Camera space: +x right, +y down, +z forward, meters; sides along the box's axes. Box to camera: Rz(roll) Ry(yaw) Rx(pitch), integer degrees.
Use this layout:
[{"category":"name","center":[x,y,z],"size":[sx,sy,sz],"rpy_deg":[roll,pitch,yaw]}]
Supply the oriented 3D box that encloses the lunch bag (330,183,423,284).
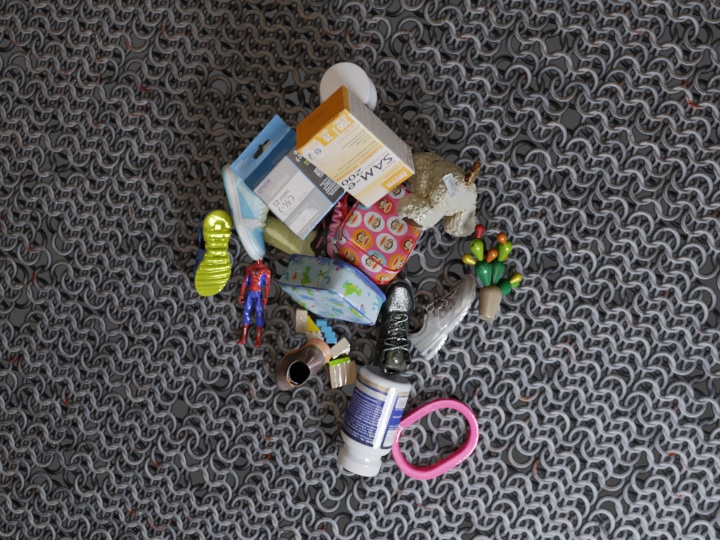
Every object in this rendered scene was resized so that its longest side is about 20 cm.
[{"category":"lunch bag","center":[0.035,-0.092,1.255],"size":[0.175,0.082,0.201],"rpy_deg":[37,58,-2]}]

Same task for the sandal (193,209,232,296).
[{"category":"sandal","center":[-0.319,-0.043,1.342],"size":[0.078,0.087,0.205],"rpy_deg":[5,111,-30]}]

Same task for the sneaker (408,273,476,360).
[{"category":"sneaker","center":[0.169,0.086,1.297],"size":[0.081,0.075,0.202],"rpy_deg":[35,95,1]}]

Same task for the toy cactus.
[{"category":"toy cactus","center":[0.255,0.013,1.238],"size":[0.100,0.200,0.169],"rpy_deg":[5,68,29]}]

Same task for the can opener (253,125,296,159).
[{"category":"can opener","center":[-0.208,-0.228,1.324],"size":[0.200,0.067,0.053],"rpy_deg":[-45,87,5]}]

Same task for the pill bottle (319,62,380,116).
[{"category":"pill bottle","center":[-0.020,-0.327,1.233],"size":[0.111,0.200,0.117],"rpy_deg":[0,87,5]}]

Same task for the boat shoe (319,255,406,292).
[{"category":"boat shoe","center":[0.000,0.000,1.319],"size":[0.196,0.073,0.061],"rpy_deg":[14,51,16]}]

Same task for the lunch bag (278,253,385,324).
[{"category":"lunch bag","center":[-0.057,0.041,1.246],"size":[0.160,0.197,0.084],"rpy_deg":[42,66,-37]}]

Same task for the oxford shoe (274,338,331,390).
[{"category":"oxford shoe","center":[-0.137,0.207,1.288],"size":[0.071,0.073,0.200],"rpy_deg":[45,136,1]}]

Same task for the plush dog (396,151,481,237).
[{"category":"plush dog","center":[0.148,-0.176,1.232],"size":[0.172,0.197,0.163],"rpy_deg":[48,121,42]}]

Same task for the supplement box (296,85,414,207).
[{"category":"supplement box","center":[-0.008,-0.221,1.148],"size":[0.125,0.075,0.198],"rpy_deg":[-33,134,28]}]

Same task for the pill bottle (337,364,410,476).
[{"category":"pill bottle","center":[0.024,0.311,1.299],"size":[0.113,0.116,0.205],"rpy_deg":[18,93,4]}]

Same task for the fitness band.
[{"category":"fitness band","center":[0.157,0.355,1.328],"size":[0.198,0.037,0.146],"rpy_deg":[-32,89,7]}]

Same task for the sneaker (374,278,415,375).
[{"category":"sneaker","center":[0.075,0.124,1.254],"size":[0.074,0.115,0.204],"rpy_deg":[6,112,-13]}]

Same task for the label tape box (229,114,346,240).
[{"category":"label tape box","center":[-0.137,-0.181,1.213],"size":[0.200,0.066,0.144],"rpy_deg":[44,89,-13]}]

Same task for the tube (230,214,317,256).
[{"category":"tube","center":[-0.183,-0.082,1.340],"size":[0.196,0.052,0.059],"rpy_deg":[22,121,1]}]

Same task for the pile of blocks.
[{"category":"pile of blocks","center":[-0.073,0.155,1.330],"size":[0.081,0.062,0.202],"rpy_deg":[-33,101,-6]}]

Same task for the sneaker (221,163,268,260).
[{"category":"sneaker","center":[-0.197,-0.133,1.274],"size":[0.127,0.080,0.205],"rpy_deg":[-16,94,2]}]

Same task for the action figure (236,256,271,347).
[{"category":"action figure","center":[-0.228,0.060,1.349],"size":[0.064,0.052,0.206],"rpy_deg":[7,90,9]}]

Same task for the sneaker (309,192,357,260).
[{"category":"sneaker","center":[-0.058,-0.122,1.312],"size":[0.094,0.078,0.205],"rpy_deg":[4,74,39]}]
